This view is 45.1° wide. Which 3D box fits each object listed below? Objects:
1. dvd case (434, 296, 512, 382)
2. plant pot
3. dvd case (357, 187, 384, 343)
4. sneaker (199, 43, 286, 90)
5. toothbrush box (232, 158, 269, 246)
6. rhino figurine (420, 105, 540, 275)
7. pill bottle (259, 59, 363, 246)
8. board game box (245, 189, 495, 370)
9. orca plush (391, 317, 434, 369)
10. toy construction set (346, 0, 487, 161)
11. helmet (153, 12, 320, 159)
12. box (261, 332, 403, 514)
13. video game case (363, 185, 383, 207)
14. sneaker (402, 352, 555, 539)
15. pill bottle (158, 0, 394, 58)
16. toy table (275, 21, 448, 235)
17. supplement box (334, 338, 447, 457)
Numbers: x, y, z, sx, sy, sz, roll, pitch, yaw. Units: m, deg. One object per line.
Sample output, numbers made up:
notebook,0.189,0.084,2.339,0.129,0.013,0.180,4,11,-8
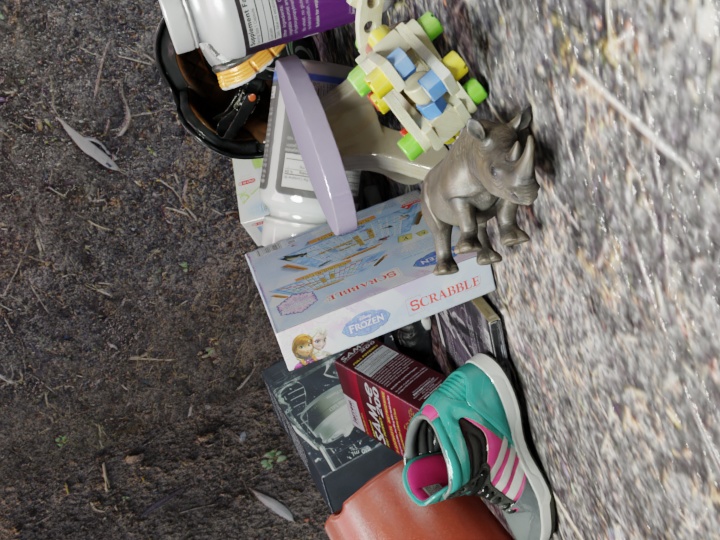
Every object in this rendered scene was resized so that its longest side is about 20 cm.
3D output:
dvd case,0.108,0.061,0.887,0.200,0.016,0.150,-123,15,-58
plant pot,0.074,0.299,0.876,0.196,0.199,0.201,54,167,20
dvd case,0.005,-0.020,1.105,0.143,0.017,0.202,-87,-13,-58
sneaker,-0.081,-0.263,0.838,0.077,0.200,0.078,50,153,-22
toothbrush box,-0.095,-0.153,1.174,0.086,0.144,0.203,62,-163,-69
rhino figurine,0.084,-0.058,0.608,0.200,0.059,0.089,124,137,-77
pill bottle,-0.051,-0.121,0.953,0.114,0.112,0.203,-143,60,-76
board game box,0.000,0.000,0.830,0.200,0.198,0.042,-124,14,-64
orca plush,0.038,0.059,1.052,0.105,0.070,0.203,26,127,58
toy construction set,0.026,-0.163,0.650,0.131,0.091,0.202,44,-157,-46
helmet,-0.147,-0.254,1.069,0.201,0.198,0.192,84,162,-60
box,0.000,0.190,1.175,0.197,0.198,0.125,52,163,39
video game case,0.044,0.008,1.200,0.201,0.023,0.184,90,160,-65
sneaker,0.102,0.191,0.796,0.083,0.120,0.202,12,126,63
pill bottle,-0.074,-0.252,0.740,0.112,0.198,0.114,161,90,-82
toy table,0.001,-0.132,0.808,0.184,0.116,0.202,85,165,-62
supplement box,0.064,0.163,0.995,0.199,0.061,0.110,24,139,44
